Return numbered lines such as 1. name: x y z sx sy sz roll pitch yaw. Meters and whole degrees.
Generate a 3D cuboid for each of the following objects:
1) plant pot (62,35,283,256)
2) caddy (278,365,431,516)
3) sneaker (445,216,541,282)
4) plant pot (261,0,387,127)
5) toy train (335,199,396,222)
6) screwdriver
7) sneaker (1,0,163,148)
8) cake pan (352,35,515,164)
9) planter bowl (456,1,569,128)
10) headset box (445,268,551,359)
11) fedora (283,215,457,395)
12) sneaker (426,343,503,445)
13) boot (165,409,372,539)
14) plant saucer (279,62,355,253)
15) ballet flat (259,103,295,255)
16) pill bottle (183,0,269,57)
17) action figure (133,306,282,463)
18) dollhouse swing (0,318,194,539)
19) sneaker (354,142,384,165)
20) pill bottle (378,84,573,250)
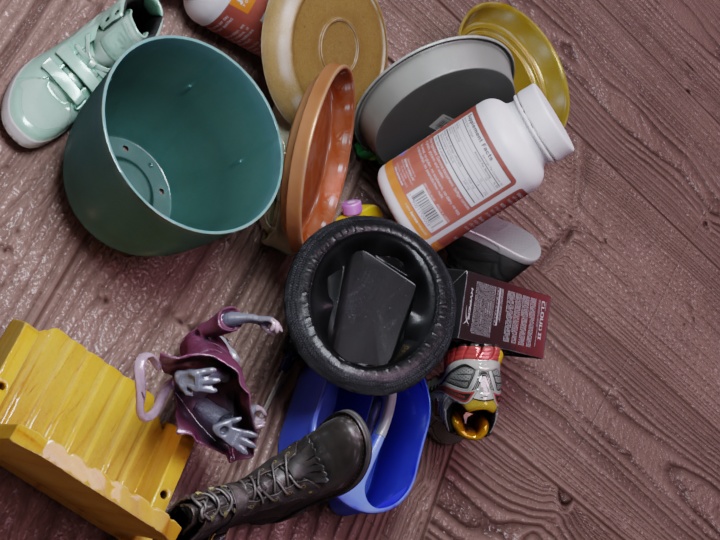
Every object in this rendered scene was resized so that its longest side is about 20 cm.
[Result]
1. plant pot: -0.202 -0.106 1.333 0.199 0.160 0.203 16 63 -35
2. caddy: 0.001 0.163 1.428 0.141 0.105 0.202 33 54 -24
3. sneaker: 0.108 -0.036 1.617 0.198 0.100 0.071 29 41 -6
4. plant pot: -0.031 -0.246 1.492 0.199 0.027 0.203 -9 103 -48
5. toy train: 0.000 0.000 1.527 0.199 0.055 0.153 8 87 -52
6. screwdriver: -0.091 0.118 1.425 0.029 0.028 0.201 25 52 7
7. sneaker: -0.275 -0.210 1.345 0.074 0.118 0.201 46 51 -17
8. cake pan: 0.089 -0.180 1.511 0.198 0.200 0.037 2 53 -39
9. planter bowl: 0.175 -0.240 1.755 0.199 0.083 0.203 17 62 -34
10. headset box: 0.109 0.047 1.507 0.199 0.147 0.078 14 83 -50
11. fedora: 0.002 0.047 1.383 0.198 0.092 0.203 9 60 -15
12. sneaker: 0.107 0.152 1.474 0.077 0.201 0.083 2 63 -5
13. boot: -0.096 0.210 1.271 0.173 0.200 0.070 -8 61 -52
14. plant saucer: -0.046 -0.117 1.408 0.032 0.201 0.202 12 56 9
15. ballet flat: -0.092 -0.116 1.500 0.069 0.069 0.203 9 67 -37
16. pill bottle: -0.127 -0.311 1.513 0.198 0.112 0.114 24 58 -30
17. action figure: -0.151 0.107 1.309 0.147 0.200 0.136 2 109 -12
18. dollhouse swing: -0.231 0.137 1.201 0.199 0.175 0.183 37 53 -21
19. sneaker: 0.036 -0.153 1.626 0.084 0.074 0.200 -45 110 -11
20. pill bottle: 0.128 -0.115 1.477 0.113 0.199 0.113 53 15 -21
